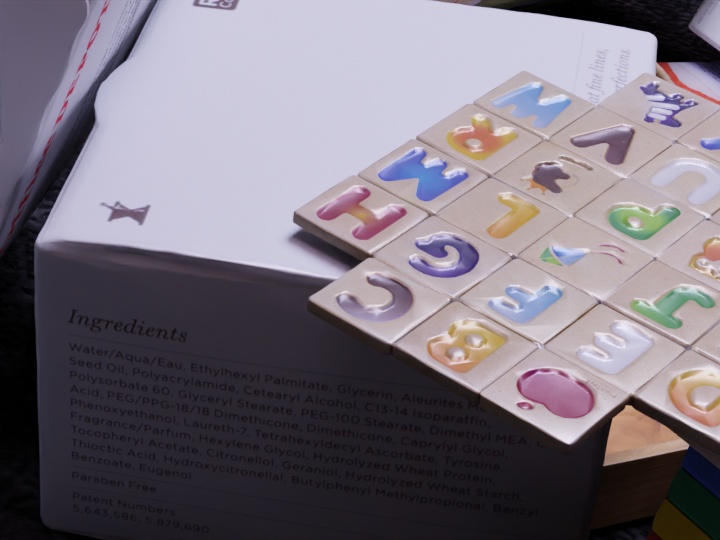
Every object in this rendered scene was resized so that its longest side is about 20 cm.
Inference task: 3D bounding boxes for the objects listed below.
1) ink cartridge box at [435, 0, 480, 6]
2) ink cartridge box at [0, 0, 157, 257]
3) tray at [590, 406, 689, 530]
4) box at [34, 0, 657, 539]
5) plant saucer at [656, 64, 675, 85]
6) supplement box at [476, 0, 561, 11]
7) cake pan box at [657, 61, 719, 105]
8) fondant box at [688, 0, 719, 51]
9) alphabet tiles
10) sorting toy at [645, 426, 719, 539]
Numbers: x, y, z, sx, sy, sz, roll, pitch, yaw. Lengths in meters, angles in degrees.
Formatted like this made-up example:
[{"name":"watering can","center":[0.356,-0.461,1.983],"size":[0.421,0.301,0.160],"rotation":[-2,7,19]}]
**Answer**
[{"name":"ink cartridge box","center":[-0.014,-0.140,1.129],"size":[0.199,0.117,0.068],"rotation":[-16,84,-31]},{"name":"ink cartridge box","center":[-0.125,-0.104,0.853],"size":[0.084,0.145,0.200],"rotation":[26,32,-2]},{"name":"tray","center":[0.134,0.054,0.965],"size":[0.199,0.037,0.099],"rotation":[-7,34,-36]},{"name":"box","center":[0.000,0.000,0.850],"size":[0.199,0.131,0.199],"rotation":[9,36,6]},{"name":"plant saucer","center":[0.051,-0.046,1.052],"size":[0.199,0.036,0.201],"rotation":[-7,38,6]},{"name":"supplement box","center":[0.126,-0.224,1.265],"size":[0.199,0.135,0.199],"rotation":[-12,4,45]},{"name":"cake pan box","center":[0.164,-0.039,1.135],"size":[0.183,0.053,0.200],"rotation":[-5,33,-28]},{"name":"fondant box","center":[0.284,-0.081,1.199],"size":[0.144,0.058,0.200],"rotation":[22,18,-46]},{"name":"alphabet tiles","center":[0.083,-0.009,0.757],"size":[0.166,0.006,0.200],"rotation":[29,41,27]},{"name":"sorting toy","center":[0.198,0.111,0.726],"size":[0.198,0.070,0.200],"rotation":[17,12,-29]}]
